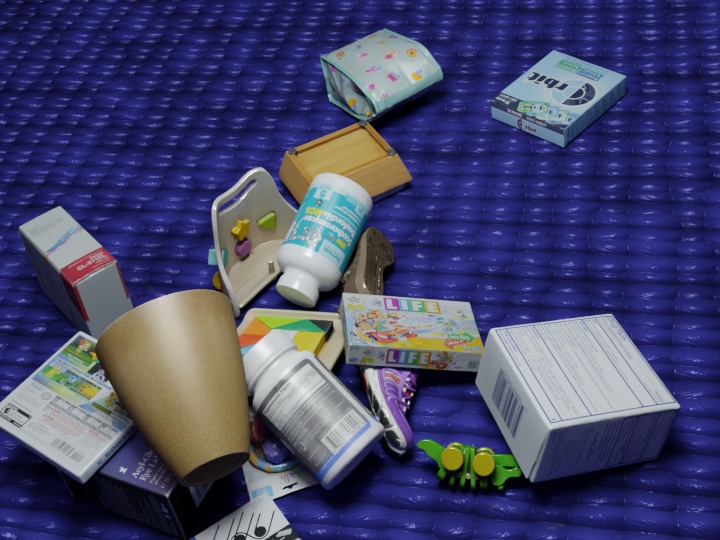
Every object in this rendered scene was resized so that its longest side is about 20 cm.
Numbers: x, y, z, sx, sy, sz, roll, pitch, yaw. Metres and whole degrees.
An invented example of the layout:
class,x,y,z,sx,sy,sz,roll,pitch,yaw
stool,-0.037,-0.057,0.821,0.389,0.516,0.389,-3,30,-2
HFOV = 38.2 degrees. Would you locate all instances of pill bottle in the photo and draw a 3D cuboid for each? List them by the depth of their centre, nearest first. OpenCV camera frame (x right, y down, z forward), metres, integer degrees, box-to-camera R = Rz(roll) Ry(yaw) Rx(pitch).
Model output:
class,x,y,z,sx,sy,sz,roll,pitch,yaw
pill bottle,-0.073,0.182,1.388,0.200,0.114,0.113,45,61,13
pill bottle,-0.064,-0.045,1.660,0.109,0.111,0.203,14,68,25

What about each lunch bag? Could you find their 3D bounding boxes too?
class,x,y,z,sx,sy,sz,roll,pitch,yaw
lunch bag,0.044,-0.367,1.995,0.169,0.123,0.200,-29,40,-20

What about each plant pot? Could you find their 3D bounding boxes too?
class,x,y,z,sx,sy,sz,roll,pitch,yaw
plant pot,-0.215,0.160,1.309,0.184,0.187,0.202,-21,68,-12

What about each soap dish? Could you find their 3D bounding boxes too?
class,x,y,z,sx,sy,sz,roll,pitch,yaw
soap dish,-0.030,-0.179,1.837,0.197,0.082,0.158,-23,44,-15

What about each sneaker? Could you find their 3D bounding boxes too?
class,x,y,z,sx,sy,sz,roll,pitch,yaw
sneaker,0.049,0.168,1.460,0.082,0.082,0.202,-8,42,-6
sneaker,0.000,0.000,1.651,0.075,0.071,0.201,-35,18,25

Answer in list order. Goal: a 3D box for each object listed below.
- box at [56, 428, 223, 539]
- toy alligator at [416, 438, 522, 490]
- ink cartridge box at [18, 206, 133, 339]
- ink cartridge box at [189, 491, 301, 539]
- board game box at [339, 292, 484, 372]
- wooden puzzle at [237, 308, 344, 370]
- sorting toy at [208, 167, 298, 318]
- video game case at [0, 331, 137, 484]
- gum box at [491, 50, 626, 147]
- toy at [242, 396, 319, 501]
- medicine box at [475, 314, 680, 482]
class,x,y,z,sx,sy,sz,roll,pitch,yaw
box,-0.292,0.252,1.415,0.197,0.105,0.149,12,48,22
toy alligator,0.167,0.263,1.358,0.196,0.059,0.055,9,90,10
ink cartridge box,-0.454,0.010,1.673,0.082,0.147,0.199,-32,47,-24
ink cartridge box,-0.177,0.373,1.308,0.198,0.045,0.094,-30,44,-20
board game box,0.072,0.089,1.510,0.196,0.035,0.135,4,30,-9
wooden puzzle,-0.117,0.111,1.547,0.181,0.038,0.201,3,27,14
sorting toy,-0.181,-0.064,1.672,0.106,0.182,0.200,25,52,32
video game case,-0.380,0.180,1.416,0.198,0.022,0.182,21,51,31
gum box,0.370,-0.324,1.939,0.169,0.045,0.199,29,55,34
toy,-0.122,0.220,1.457,0.113,0.048,0.201,-17,43,-6
medicine box,0.280,0.163,1.365,0.196,0.104,0.183,-5,40,-20
